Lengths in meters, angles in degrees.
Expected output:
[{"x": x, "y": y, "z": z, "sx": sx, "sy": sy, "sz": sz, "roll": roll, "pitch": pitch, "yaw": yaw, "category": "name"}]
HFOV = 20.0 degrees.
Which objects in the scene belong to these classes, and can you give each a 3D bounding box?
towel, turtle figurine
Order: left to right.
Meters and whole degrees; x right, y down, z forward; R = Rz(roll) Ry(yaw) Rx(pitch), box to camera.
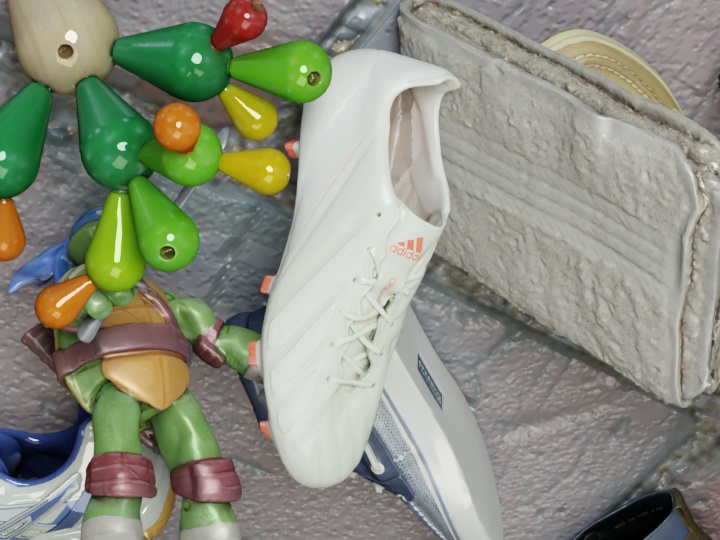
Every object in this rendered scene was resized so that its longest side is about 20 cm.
[{"x": -0.075, "y": 0.046, "z": 0.949, "sx": 0.199, "sy": 0.195, "sz": 0.144, "roll": -10, "pitch": 164, "yaw": 9, "category": "turtle figurine"}, {"x": 0.087, "y": -0.032, "z": 0.922, "sx": 0.034, "sy": 0.200, "sz": 0.133, "roll": -28, "pitch": 134, "yaw": -33, "category": "towel"}]

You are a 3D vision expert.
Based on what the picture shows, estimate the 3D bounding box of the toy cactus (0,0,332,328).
[{"x": -0.118, "y": -0.070, "z": 0.869, "sx": 0.200, "sy": 0.165, "sz": 0.102, "roll": -32, "pitch": 157, "yaw": 11, "category": "toy cactus"}]

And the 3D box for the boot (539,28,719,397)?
[{"x": 0.153, "y": -0.012, "z": 0.956, "sx": 0.073, "sy": 0.156, "sz": 0.200, "roll": -35, "pitch": 129, "yaw": 6, "category": "boot"}]

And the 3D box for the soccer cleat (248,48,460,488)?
[{"x": 0.000, "y": 0.000, "z": 0.919, "sx": 0.077, "sy": 0.201, "sz": 0.069, "roll": 6, "pitch": 179, "yaw": 35, "category": "soccer cleat"}]

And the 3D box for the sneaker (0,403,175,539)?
[{"x": -0.203, "y": 0.127, "z": 1.103, "sx": 0.199, "sy": 0.075, "sz": 0.088, "roll": -24, "pitch": 118, "yaw": 5, "category": "sneaker"}]

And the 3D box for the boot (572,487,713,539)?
[{"x": 0.122, "y": 0.198, "z": 1.206, "sx": 0.199, "sy": 0.075, "sz": 0.097, "roll": -24, "pitch": 118, "yaw": 4, "category": "boot"}]

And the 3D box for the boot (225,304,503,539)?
[{"x": 0.005, "y": 0.085, "z": 1.092, "sx": 0.090, "sy": 0.073, "sz": 0.200, "roll": -17, "pitch": 123, "yaw": 16, "category": "boot"}]

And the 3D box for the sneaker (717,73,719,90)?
[{"x": 0.254, "y": -0.068, "z": 0.992, "sx": 0.199, "sy": 0.075, "sz": 0.079, "roll": 20, "pitch": 117, "yaw": -32, "category": "sneaker"}]
